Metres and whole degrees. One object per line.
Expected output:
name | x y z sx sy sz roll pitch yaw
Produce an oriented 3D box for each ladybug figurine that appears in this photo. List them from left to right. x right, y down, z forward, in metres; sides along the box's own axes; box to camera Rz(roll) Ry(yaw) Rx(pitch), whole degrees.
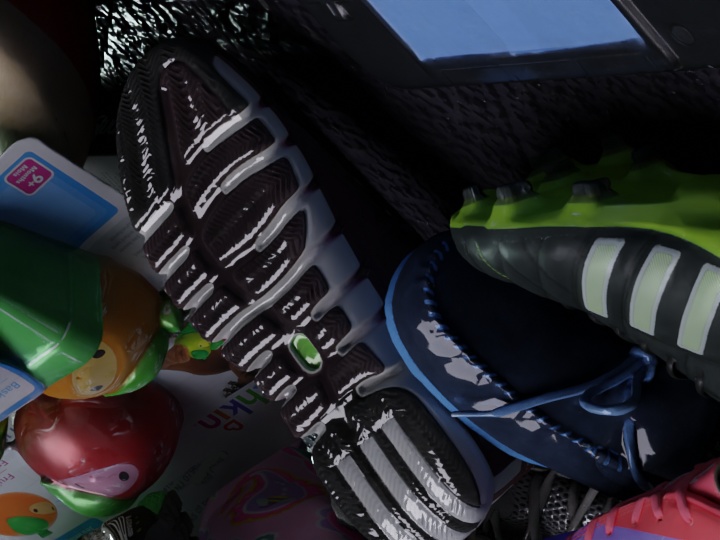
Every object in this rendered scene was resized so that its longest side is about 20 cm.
ladybug figurine | -0.152 -0.090 0.948 0.136 0.072 0.200 36 162 -3

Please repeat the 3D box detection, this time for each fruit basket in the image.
fruit basket | -0.118 0.048 0.948 0.185 0.094 0.200 -32 128 26

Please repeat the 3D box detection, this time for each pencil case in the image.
pencil case | -0.011 0.134 0.955 0.087 0.087 0.200 43 -179 -17

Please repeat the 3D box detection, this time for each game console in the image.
game console | -0.019 -0.078 0.670 0.172 0.119 0.200 46 160 -24

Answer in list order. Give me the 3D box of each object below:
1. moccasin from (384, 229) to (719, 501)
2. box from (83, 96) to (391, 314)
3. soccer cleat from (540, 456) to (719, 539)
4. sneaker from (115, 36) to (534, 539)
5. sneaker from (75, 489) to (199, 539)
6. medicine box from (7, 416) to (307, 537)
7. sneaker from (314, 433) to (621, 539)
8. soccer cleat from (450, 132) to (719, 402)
moccasin | 0.105 0.040 0.821 0.200 0.081 0.068 27 159 -17
box | -0.049 -0.013 1.007 0.144 0.036 0.200 45 158 -24
soccer cleat | 0.107 0.083 0.756 0.200 0.068 0.073 -10 122 46
sneaker | 0.000 0.000 0.885 0.076 0.115 0.200 -36 82 37
sneaker | -0.112 0.149 0.981 0.200 0.085 0.078 -49 56 53
medicine box | -0.133 0.056 1.143 0.200 0.103 0.182 38 177 -1
sneaker | 0.054 0.092 0.914 0.115 0.075 0.200 12 -176 -42
soccer cleat | 0.097 0.006 0.720 0.200 0.067 0.081 7 116 54
